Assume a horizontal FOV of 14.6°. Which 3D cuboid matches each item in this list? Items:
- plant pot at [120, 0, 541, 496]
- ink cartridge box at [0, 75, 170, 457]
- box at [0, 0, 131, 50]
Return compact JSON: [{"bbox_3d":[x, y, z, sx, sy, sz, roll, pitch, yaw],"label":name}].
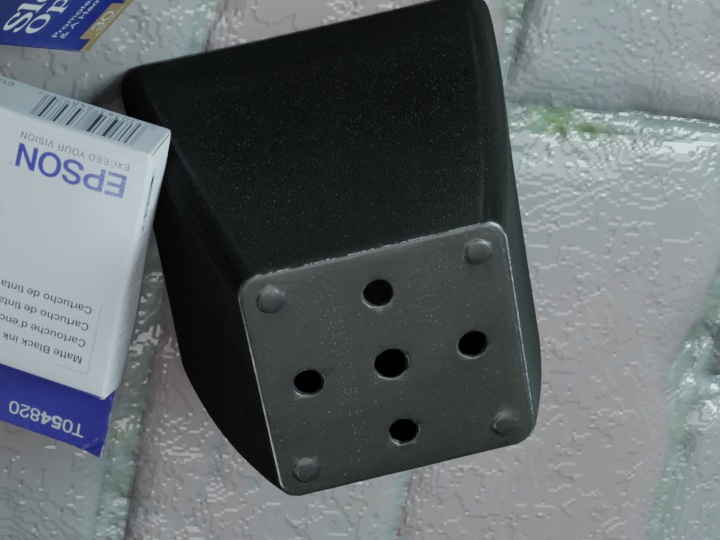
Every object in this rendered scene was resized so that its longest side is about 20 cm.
[{"bbox_3d":[0.000,0.000,1.449,0.199,0.178,0.200,-13,122,-4],"label":"plant pot"},{"bbox_3d":[-0.209,-0.008,1.434,0.199,0.041,0.200,17,119,8],"label":"ink cartridge box"},{"bbox_3d":[-0.142,-0.158,1.319,0.121,0.200,0.032,-45,76,16],"label":"box"}]
